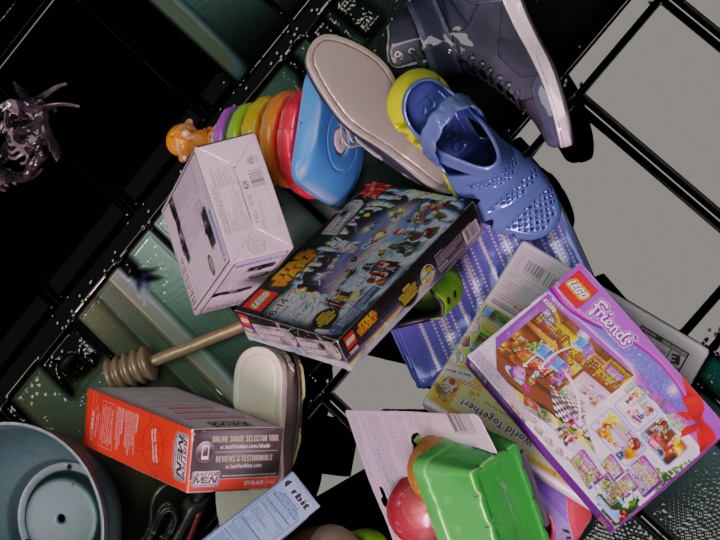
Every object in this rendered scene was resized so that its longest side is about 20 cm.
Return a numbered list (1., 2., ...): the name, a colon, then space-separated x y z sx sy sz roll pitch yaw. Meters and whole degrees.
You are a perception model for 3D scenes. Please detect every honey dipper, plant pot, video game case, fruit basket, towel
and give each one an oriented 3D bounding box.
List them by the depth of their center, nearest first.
1. fruit basket: 0.078 0.207 1.509 0.093 0.200 0.186 -26 101 -29
2. video game case: 0.186 0.098 1.525 0.199 0.023 0.183 31 76 9
3. towel: 0.113 0.010 1.591 0.199 0.024 0.146 -25 80 13
4. plant pot: -0.314 0.247 1.643 0.199 0.134 0.202 -1 86 17
5. honey dipper: -0.159 0.074 1.663 0.199 0.038 0.038 -20 81 11

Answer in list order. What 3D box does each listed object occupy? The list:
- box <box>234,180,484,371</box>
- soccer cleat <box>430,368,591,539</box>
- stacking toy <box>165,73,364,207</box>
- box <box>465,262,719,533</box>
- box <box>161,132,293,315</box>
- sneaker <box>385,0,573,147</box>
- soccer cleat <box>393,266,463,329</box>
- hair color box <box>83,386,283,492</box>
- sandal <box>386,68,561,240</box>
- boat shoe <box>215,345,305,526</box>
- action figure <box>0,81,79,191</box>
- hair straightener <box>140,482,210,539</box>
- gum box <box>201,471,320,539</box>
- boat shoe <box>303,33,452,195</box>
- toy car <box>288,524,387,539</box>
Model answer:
1. box: 0.000 0.000 1.523 0.136 0.040 0.200 13 48 44
2. soccer cleat: 0.129 0.173 1.540 0.200 0.076 0.067 47 142 11
3. stacking toy: -0.104 -0.125 1.635 0.199 0.110 0.117 1 76 28
4. box: 0.208 0.112 1.488 0.137 0.039 0.200 -38 77 -9
5. box: -0.128 -0.039 1.576 0.060 0.200 0.117 -16 81 -19
6. sneaker: 0.107 -0.181 1.572 0.145 0.077 0.203 -24 71 3
7. soccer cleat: -0.003 0.030 1.566 0.199 0.081 0.068 -11 107 20
8. hair color box: -0.169 0.156 1.573 0.200 0.101 0.062 11 97 54
9. sandal: 0.107 -0.098 1.519 0.200 0.087 0.080 40 88 -18
10. boat shoe: -0.092 0.170 1.617 0.072 0.060 0.203 12 99 25
11. action figure: -0.382 -0.124 1.709 0.200 0.102 0.119 -42 65 11
12. hair straightener: -0.194 0.276 1.622 0.041 0.077 0.201 37 106 36
13. gum box: -0.146 0.276 1.490 0.045 0.200 0.170 50 141 8
14. boat shoe: 0.020 -0.143 1.565 0.200 0.062 0.075 35 77 -20
15. toy car: -0.083 0.328 1.566 0.199 0.164 0.159 -15 82 28
